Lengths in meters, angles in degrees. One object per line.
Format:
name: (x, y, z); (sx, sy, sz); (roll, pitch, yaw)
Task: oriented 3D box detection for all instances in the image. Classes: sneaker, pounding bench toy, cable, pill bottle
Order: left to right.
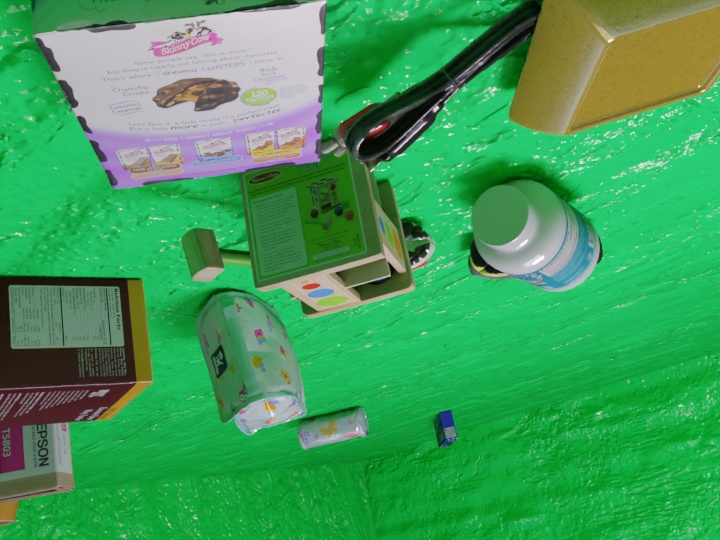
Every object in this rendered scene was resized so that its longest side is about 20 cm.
pounding bench toy: (-0.063, -0.027, 0.804); (0.199, 0.125, 0.156); (-16, 161, 12)
sneaker: (0.000, 0.000, 0.997); (0.199, 0.078, 0.085); (-14, 166, 8)
cable: (0.049, -0.147, 0.609); (0.200, 0.050, 0.097); (-43, 165, 21)
sneaker: (0.239, -0.025, 1.089); (0.198, 0.074, 0.081); (-2, 169, -9)
pill bottle: (0.206, -0.043, 0.937); (0.110, 0.112, 0.200); (-22, 158, 29)

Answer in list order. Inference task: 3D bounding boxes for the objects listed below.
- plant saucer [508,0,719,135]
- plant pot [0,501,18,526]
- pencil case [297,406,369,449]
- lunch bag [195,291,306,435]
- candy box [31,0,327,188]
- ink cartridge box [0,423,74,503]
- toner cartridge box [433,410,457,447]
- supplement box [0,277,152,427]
plant saucer: (0.232, -0.180, 0.625); (0.199, 0.049, 0.200); (-18, 161, -5)
plant pot: (-0.756, 0.415, 1.556); (0.199, 0.184, 0.200); (-10, 161, -4)
pencil case: (-0.076, 0.439, 2.178); (0.199, 0.084, 0.091); (-15, 169, 9)
lunch bag: (-0.158, 0.132, 1.125); (0.121, 0.171, 0.200); (-19, 161, 0)
candy box: (-0.112, -0.139, 0.538); (0.166, 0.072, 0.200); (-9, 161, -8)
ink cartridge box: (-0.531, 0.244, 1.180); (0.164, 0.201, 0.075); (-10, 162, -5)
toner cartridge box: (0.286, 0.540, 2.654); (0.043, 0.096, 0.200); (-9, 160, -4)
supplement box: (-0.389, 0.106, 0.975); (0.199, 0.134, 0.197); (2, 157, -33)
